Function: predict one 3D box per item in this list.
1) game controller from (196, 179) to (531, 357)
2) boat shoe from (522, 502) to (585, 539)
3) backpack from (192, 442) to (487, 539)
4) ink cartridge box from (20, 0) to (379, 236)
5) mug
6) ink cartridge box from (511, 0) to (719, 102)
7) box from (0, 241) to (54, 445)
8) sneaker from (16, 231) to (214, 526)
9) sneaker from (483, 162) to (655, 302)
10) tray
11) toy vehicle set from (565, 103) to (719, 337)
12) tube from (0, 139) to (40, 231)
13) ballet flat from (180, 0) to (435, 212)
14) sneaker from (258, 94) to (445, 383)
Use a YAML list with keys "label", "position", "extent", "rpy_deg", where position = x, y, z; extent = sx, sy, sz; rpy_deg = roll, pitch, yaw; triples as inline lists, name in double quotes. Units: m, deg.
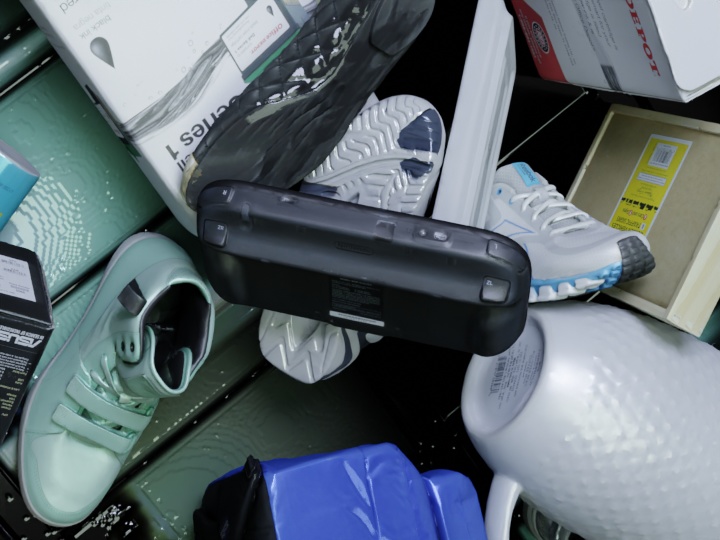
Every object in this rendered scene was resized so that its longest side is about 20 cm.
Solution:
- label: "game controller"
  position: [0.000, 0.000, 0.937]
  extent: [0.199, 0.105, 0.042]
  rpy_deg: [12, 62, 10]
- label: "boat shoe"
  position: [0.212, 0.138, 1.162]
  extent: [0.201, 0.065, 0.075]
  rpy_deg: [-31, 109, -11]
- label: "backpack"
  position: [-0.017, 0.198, 1.022]
  extent: [0.167, 0.200, 0.164]
  rpy_deg: [-2, 79, -23]
- label: "ink cartridge box"
  position: [-0.102, -0.142, 0.990]
  extent: [0.146, 0.084, 0.200]
  rpy_deg: [-38, 110, -8]
- label: "mug"
  position: [0.149, 0.121, 1.025]
  extent: [0.175, 0.147, 0.201]
  rpy_deg: [26, 82, -25]
- label: "ink cartridge box"
  position: [0.163, -0.194, 1.008]
  extent: [0.083, 0.200, 0.148]
  rpy_deg: [-27, 108, -12]
- label: "box"
  position: [-0.300, 0.050, 0.920]
  extent: [0.199, 0.086, 0.164]
  rpy_deg: [16, 114, -27]
- label: "sneaker"
  position: [-0.154, 0.079, 0.997]
  extent: [0.073, 0.118, 0.202]
  rpy_deg: [21, 94, -23]
- label: "sneaker"
  position: [0.113, -0.026, 1.030]
  extent: [0.075, 0.200, 0.087]
  rpy_deg: [-11, 95, -26]
- label: "tray"
  position: [0.073, -0.077, 1.015]
  extent: [0.022, 0.108, 0.201]
  rpy_deg: [8, 67, 12]
- label: "toy vehicle set"
  position: [0.190, -0.040, 1.048]
  extent: [0.026, 0.200, 0.125]
  rpy_deg: [25, 93, -20]
- label: "tube"
  position: [-0.276, 0.004, 0.983]
  extent: [0.077, 0.050, 0.200]
  rpy_deg: [36, 94, -22]
- label: "ballet flat"
  position: [-0.032, -0.110, 0.957]
  extent: [0.200, 0.057, 0.066]
  rpy_deg: [-46, 130, 1]
- label: "sneaker"
  position: [0.017, -0.027, 1.036]
  extent: [0.079, 0.129, 0.200]
  rpy_deg: [27, 113, 21]
